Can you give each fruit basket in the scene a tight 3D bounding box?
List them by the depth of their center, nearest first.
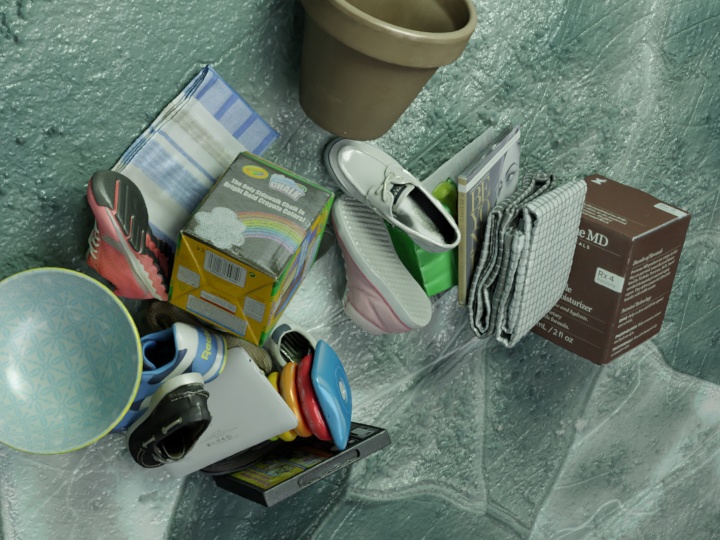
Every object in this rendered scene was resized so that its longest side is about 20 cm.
[{"bbox_3d":[0.121,-0.068,1.652,0.200,0.093,0.186,-44,136,-29],"label":"fruit basket"}]

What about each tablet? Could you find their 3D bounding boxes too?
[{"bbox_3d":[-0.187,0.175,1.498,0.199,0.014,0.130,-26,112,24],"label":"tablet"}]

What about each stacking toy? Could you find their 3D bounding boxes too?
[{"bbox_3d":[-0.114,0.173,1.539,0.199,0.110,0.117,-16,113,10],"label":"stacking toy"}]

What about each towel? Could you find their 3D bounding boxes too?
[{"bbox_3d":[-0.195,-0.119,1.414,0.200,0.024,0.147,-49,134,-3],"label":"towel"},{"bbox_3d":[0.213,-0.021,1.631,0.165,0.085,0.201,-32,136,-51],"label":"towel"}]

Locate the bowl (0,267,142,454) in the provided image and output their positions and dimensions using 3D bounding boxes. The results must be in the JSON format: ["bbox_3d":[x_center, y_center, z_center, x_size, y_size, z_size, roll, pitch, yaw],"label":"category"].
[{"bbox_3d":[-0.331,0.101,1.368,0.200,0.200,0.108,-48,176,-3],"label":"bowl"}]

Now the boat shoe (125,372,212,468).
[{"bbox_3d":[-0.219,0.191,1.440,0.074,0.061,0.200,-5,150,-34],"label":"boat shoe"}]

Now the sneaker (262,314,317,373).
[{"bbox_3d":[-0.073,0.123,1.613,0.073,0.071,0.200,-49,133,-3],"label":"sneaker"}]

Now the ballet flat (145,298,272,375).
[{"bbox_3d":[-0.185,0.093,1.513,0.067,0.047,0.200,-21,140,32],"label":"ballet flat"}]

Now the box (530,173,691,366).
[{"bbox_3d":[0.339,-0.004,1.759,0.164,0.165,0.201,-21,127,-44],"label":"box"}]

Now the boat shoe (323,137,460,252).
[{"bbox_3d":[0.041,-0.092,1.517,0.200,0.066,0.072,44,83,-9],"label":"boat shoe"}]

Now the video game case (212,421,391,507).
[{"bbox_3d":[-0.079,0.243,1.602,0.180,0.200,0.026,-24,99,-23],"label":"video game case"}]

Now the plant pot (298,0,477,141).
[{"bbox_3d":[0.009,-0.248,1.399,0.199,0.201,0.175,-7,138,-34],"label":"plant pot"}]

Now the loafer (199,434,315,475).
[{"bbox_3d":[-0.125,0.199,1.603,0.199,0.072,0.063,-20,142,-12],"label":"loafer"}]

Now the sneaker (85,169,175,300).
[{"bbox_3d":[-0.270,-0.027,1.363,0.086,0.074,0.201,-9,140,10],"label":"sneaker"}]

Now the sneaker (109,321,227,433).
[{"bbox_3d":[-0.252,0.119,1.444,0.199,0.074,0.082,-33,143,18],"label":"sneaker"}]

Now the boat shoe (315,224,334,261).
[{"bbox_3d":[-0.112,-0.001,1.520,0.201,0.063,0.074,-27,126,-23],"label":"boat shoe"}]

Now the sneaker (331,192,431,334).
[{"bbox_3d":[0.000,0.000,1.596,0.201,0.104,0.075,57,44,-14],"label":"sneaker"}]

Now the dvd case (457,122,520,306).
[{"bbox_3d":[0.168,-0.072,1.617,0.149,0.016,0.201,-45,143,-41],"label":"dvd case"}]

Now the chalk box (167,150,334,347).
[{"bbox_3d":[-0.114,-0.039,1.408,0.200,0.124,0.124,-58,171,-43],"label":"chalk box"}]
